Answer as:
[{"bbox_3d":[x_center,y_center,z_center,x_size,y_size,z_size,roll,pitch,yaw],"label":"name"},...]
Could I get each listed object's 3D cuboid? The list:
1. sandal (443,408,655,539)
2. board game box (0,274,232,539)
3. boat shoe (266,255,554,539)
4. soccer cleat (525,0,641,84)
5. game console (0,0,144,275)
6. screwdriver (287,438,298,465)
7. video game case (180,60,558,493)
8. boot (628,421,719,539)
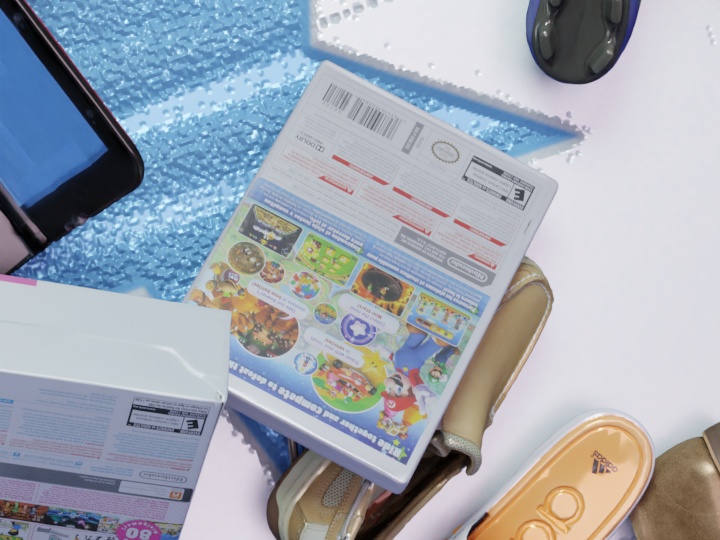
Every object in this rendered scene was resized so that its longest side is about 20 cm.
[{"bbox_3d":[0.078,0.159,1.485,0.079,0.059,0.207,37,94,-4],"label":"sandal"},{"bbox_3d":[-0.155,0.093,1.389,0.147,0.200,0.064,10,47,-10],"label":"board game box"},{"bbox_3d":[0.042,0.081,1.470,0.200,0.076,0.072,-52,130,-6],"label":"boat shoe"},{"bbox_3d":[0.134,-0.195,1.476,0.064,0.084,0.201,19,103,-3],"label":"soccer cleat"},{"bbox_3d":[-0.235,-0.074,1.408,0.172,0.119,0.200,-38,96,-8],"label":"game console"},{"bbox_3d":[-0.040,0.094,1.498,0.029,0.028,0.201,1,98,19],"label":"screwdriver"},{"bbox_3d":[0.000,0.000,1.447,0.143,0.018,0.200,28,60,2],"label":"video game case"},{"bbox_3d":[0.210,0.185,1.524,0.075,0.074,0.201,-27,89,6],"label":"boot"}]
